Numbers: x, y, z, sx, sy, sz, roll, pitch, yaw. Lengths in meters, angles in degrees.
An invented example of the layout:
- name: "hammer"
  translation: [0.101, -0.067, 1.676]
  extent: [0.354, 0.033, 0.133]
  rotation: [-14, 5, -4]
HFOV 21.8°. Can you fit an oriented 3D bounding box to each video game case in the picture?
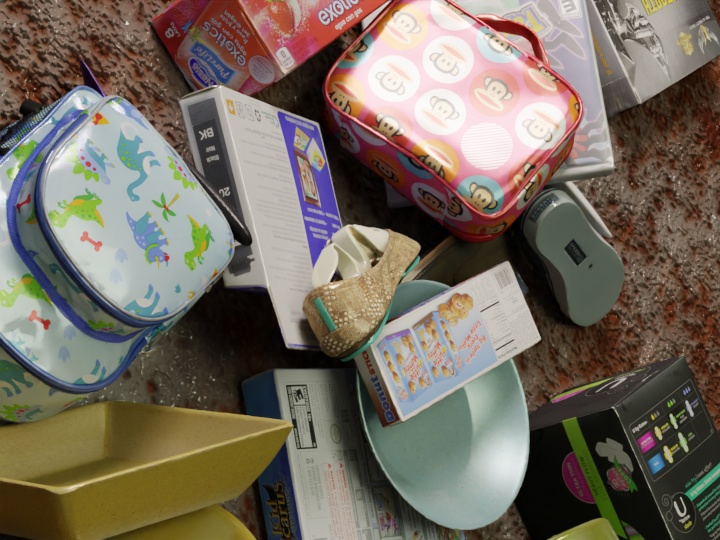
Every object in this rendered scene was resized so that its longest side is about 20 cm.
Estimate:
- name: "video game case"
  translation: [0.108, -0.157, 1.620]
  extent: [0.023, 0.198, 0.184]
  rotation: [80, 2, -77]
- name: "video game case"
  translation: [0.001, 0.178, 1.463]
  extent: [0.180, 0.045, 0.202]
  rotation: [3, 72, -45]

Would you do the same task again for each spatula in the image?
- name: "spatula"
  translation: [-0.144, -0.083, 1.351]
  extent: [0.021, 0.057, 0.200]
  rotation: [-41, 66, -20]

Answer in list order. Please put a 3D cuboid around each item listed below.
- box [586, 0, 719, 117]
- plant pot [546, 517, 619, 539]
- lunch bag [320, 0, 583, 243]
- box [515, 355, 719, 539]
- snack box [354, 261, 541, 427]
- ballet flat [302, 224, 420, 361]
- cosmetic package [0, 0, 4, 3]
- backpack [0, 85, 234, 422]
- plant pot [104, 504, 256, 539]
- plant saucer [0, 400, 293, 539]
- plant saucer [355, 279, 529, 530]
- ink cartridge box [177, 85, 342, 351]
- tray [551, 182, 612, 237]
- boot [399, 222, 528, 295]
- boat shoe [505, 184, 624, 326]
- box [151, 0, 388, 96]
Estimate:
- name: "box"
  translation: [0.284, -0.263, 1.915]
  extent: [0.199, 0.048, 0.160]
  rotation: [-30, 96, -46]
- name: "plant pot"
  translation: [0.183, 0.312, 1.507]
  extent: [0.199, 0.200, 0.194]
  rotation: [-11, 70, -46]
- name: "lunch bag"
  translation: [0.082, -0.142, 1.561]
  extent: [0.199, 0.082, 0.176]
  rotation: [38, 72, 11]
- name: "box"
  translation: [0.234, 0.199, 1.613]
  extent: [0.124, 0.148, 0.202]
  rotation: [-28, 94, -45]
- name: "snack box"
  translation: [0.070, 0.055, 1.476]
  extent: [0.199, 0.024, 0.073]
  rotation: [-25, 94, -49]
- name: "ballet flat"
  translation: [0.000, 0.000, 1.419]
  extent: [0.066, 0.070, 0.200]
  rotation: [54, 19, -11]
- name: "cosmetic package"
  translation: [-0.312, -0.283, 1.247]
  extent: [0.199, 0.164, 0.167]
  rotation: [22, 61, -37]
- name: "backpack"
  translation: [-0.199, -0.011, 1.267]
  extent: [0.184, 0.146, 0.200]
  rotation: [52, 48, -14]
- name: "plant pot"
  translation: [-0.147, 0.242, 1.199]
  extent: [0.202, 0.200, 0.189]
  rotation: [58, 29, -11]
- name: "plant saucer"
  translation: [-0.175, 0.132, 1.211]
  extent: [0.199, 0.199, 0.049]
  rotation: [-13, 101, -46]
- name: "plant saucer"
  translation: [0.056, 0.110, 1.487]
  extent: [0.200, 0.039, 0.203]
  rotation: [20, 60, -39]
- name: "ink cartridge box"
  translation: [-0.060, -0.029, 1.433]
  extent: [0.198, 0.043, 0.202]
  rotation: [12, 61, -69]
- name: "tray"
  translation: [0.154, -0.111, 1.718]
  extent: [0.200, 0.022, 0.108]
  rotation: [47, 10, -22]
- name: "boot"
  translation: [0.079, 0.017, 1.584]
  extent: [0.097, 0.074, 0.200]
  rotation: [57, 43, -8]
- name: "boat shoe"
  translation: [0.174, -0.030, 1.697]
  extent: [0.071, 0.091, 0.201]
  rotation: [-42, 142, -5]
- name: "box"
  translation: [-0.061, -0.219, 1.517]
  extent: [0.096, 0.099, 0.200]
  rotation: [57, 45, -9]
